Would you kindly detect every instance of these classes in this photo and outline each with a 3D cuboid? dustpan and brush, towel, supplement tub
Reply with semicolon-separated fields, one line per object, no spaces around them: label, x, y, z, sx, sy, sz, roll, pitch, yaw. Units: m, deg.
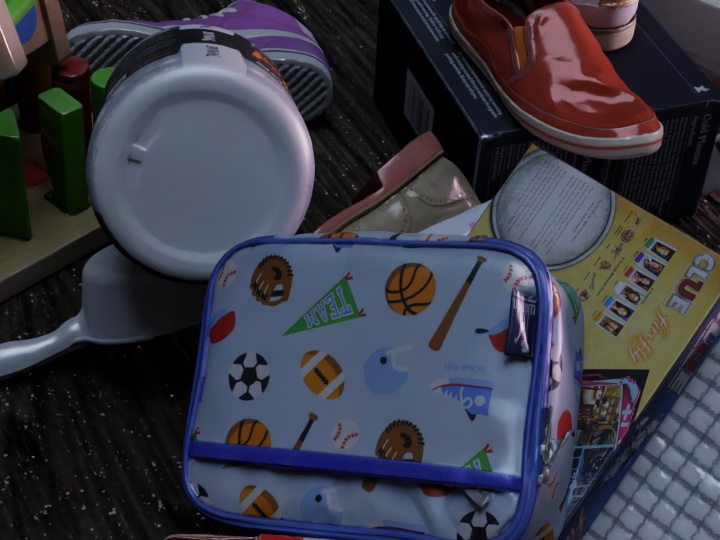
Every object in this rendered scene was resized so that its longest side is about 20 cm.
dustpan and brush;-0.144;0.021;0.857;0.198;0.058;0.140;-13;18;-17
towel;0.166;0.080;0.751;0.199;0.086;0.166;35;90;30
supplement tub;-0.094;-0.076;0.832;0.121;0.124;0.200;-1;17;-7

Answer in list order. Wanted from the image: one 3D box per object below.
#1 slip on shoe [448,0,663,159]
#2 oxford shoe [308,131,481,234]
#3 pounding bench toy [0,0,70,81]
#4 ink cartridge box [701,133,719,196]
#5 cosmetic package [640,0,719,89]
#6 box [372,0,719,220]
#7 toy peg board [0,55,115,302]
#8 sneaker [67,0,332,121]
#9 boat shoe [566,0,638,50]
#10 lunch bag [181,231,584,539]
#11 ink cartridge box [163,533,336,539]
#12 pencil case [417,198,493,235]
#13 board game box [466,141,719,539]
slip on shoe;0.121;-0.137;0.912;0.074;0.062;0.200;-15;47;-24
oxford shoe;0.000;0.000;0.882;0.075;0.070;0.200;46;71;0
pounding bench toy;-0.247;-0.166;0.879;0.199;0.125;0.156;10;34;28
ink cartridge box;0.320;-0.115;0.979;0.099;0.200;0.039;-27;86;-32
cosmetic package;0.274;-0.204;1.146;0.199;0.088;0.103;31;48;25
box;0.126;-0.122;1.021;0.180;0.105;0.201;-10;43;-15
toy peg board;-0.253;-0.091;0.946;0.199;0.098;0.199;33;47;28
sneaker;-0.124;-0.163;1.071;0.199;0.073;0.115;7;36;-16
boat shoe;0.110;-0.226;1.006;0.199;0.069;0.075;28;45;25
lunch bag;0.013;0.065;0.697;0.198;0.075;0.162;3;76;26
ink cartridge box;0.007;0.182;0.643;0.198;0.117;0.068;4;43;-1
pencil case;0.037;0.024;0.828;0.199;0.091;0.083;-29;68;-16
board game box;0.086;0.052;0.729;0.135;0.035;0.201;35;90;31
